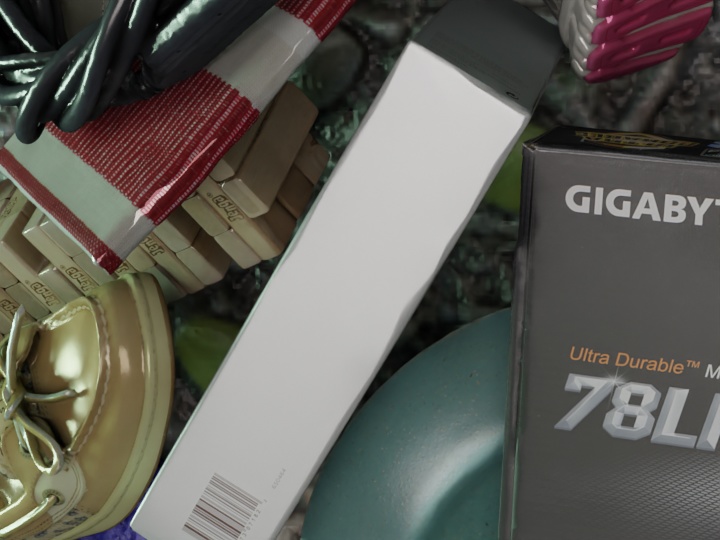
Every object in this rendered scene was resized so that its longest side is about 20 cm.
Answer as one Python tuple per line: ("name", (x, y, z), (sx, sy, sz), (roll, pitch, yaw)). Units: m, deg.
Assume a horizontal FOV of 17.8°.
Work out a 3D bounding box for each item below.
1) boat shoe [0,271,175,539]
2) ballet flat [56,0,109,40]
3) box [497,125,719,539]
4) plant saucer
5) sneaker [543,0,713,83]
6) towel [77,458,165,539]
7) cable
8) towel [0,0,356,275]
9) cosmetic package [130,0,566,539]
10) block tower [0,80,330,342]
("boat shoe", (-0.127, 0.068, 0.838), (0.200, 0.062, 0.074), (-51, 44, 43))
("ballet flat", (-0.088, -0.131, 0.863), (0.063, 0.067, 0.201), (8, 106, 0))
("box", (0.146, 0.061, 0.746), (0.199, 0.050, 0.199), (7, 105, 17))
("plant saucer", (0.077, 0.105, 0.845), (0.199, 0.036, 0.201), (-7, 117, -14))
("sneaker", (0.081, -0.143, 0.769), (0.074, 0.200, 0.088), (-28, 68, -10))
("towel", (-0.165, 0.150, 0.957), (0.199, 0.050, 0.148), (-3, 103, 14))
("cable", (-0.085, -0.133, 0.765), (0.200, 0.051, 0.164), (-35, 62, 46))
("towel", (-0.039, -0.091, 0.790), (0.023, 0.144, 0.200), (43, 87, -26))
("cosmetic package", (0.000, 0.000, 0.828), (0.052, 0.151, 0.200), (32, 108, 3))
("block tower", (-0.098, -0.014, 0.853), (0.200, 0.058, 0.054), (-22, 120, 41))
